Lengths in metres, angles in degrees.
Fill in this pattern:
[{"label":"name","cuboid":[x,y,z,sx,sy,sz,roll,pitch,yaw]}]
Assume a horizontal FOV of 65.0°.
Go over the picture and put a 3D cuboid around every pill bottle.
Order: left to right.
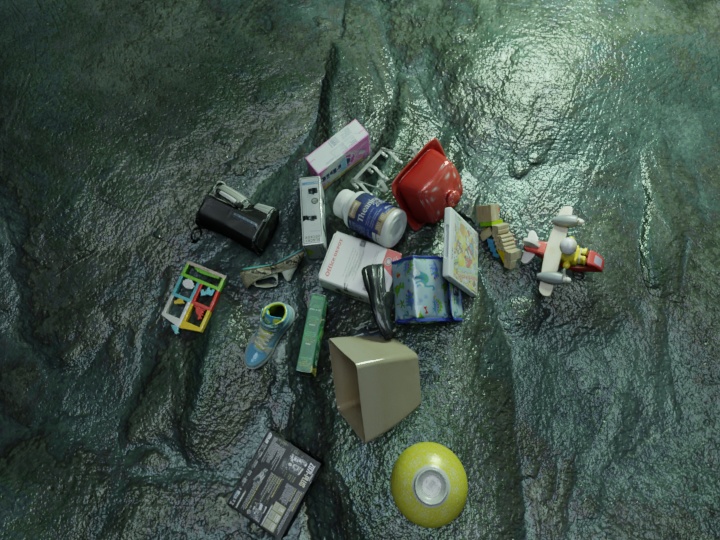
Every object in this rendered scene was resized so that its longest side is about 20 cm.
[{"label":"pill bottle","cuboid":[0.023,-0.152,1.573,0.198,0.111,0.112,29,76,28]}]

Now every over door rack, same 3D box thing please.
[{"label":"over door rack","cuboid":[0.070,-0.278,1.598,0.148,0.199,0.067,-48,117,-11]}]

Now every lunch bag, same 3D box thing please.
[{"label":"lunch bag","cuboid":[0.191,0.053,1.492,0.197,0.127,0.174,3,82,-34]}]

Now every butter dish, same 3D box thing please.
[{"label":"butter dish","cuboid":[0.209,-0.215,1.532,0.200,0.200,0.147,-46,44,-11]}]

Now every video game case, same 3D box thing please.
[{"label":"video game case","cuboid":[0.269,-0.045,1.500,0.022,0.199,0.186,-6,70,31]}]

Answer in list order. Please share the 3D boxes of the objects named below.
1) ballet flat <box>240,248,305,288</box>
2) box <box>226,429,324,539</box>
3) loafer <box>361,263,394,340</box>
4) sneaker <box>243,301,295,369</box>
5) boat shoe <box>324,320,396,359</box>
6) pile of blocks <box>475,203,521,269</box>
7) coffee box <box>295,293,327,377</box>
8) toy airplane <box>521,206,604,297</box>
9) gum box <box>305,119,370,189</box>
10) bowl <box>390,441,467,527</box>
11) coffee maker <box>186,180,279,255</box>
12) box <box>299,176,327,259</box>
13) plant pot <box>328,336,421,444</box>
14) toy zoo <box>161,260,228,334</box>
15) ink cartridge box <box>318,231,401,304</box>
[{"label":"ballet flat","cuboid":[-0.239,0.004,1.588,0.196,0.068,0.077,-18,94,4]},{"label":"box","cuboid":[-0.207,0.529,1.408,0.162,0.086,0.202,27,77,11]},{"label":"loafer","cuboid":[0.057,0.076,1.450,0.069,0.068,0.204,-17,69,5]},{"label":"sneaker","cuboid":[-0.255,0.165,1.498,0.079,0.131,0.202,30,78,10]},{"label":"boat shoe","cuboid":[-0.001,0.176,1.511,0.197,0.075,0.063,-23,84,6]},{"label":"pile of blocks","cuboid":[0.389,-0.098,1.577,0.061,0.082,0.204,-12,75,-32]},{"label":"coffee box","cuboid":[-0.125,0.175,1.493,0.043,0.123,0.204,9,73,3]},{"label":"toy airplane","cuboid":[0.529,-0.055,1.508,0.196,0.141,0.203,-24,73,-3]},{"label":"gum box","cuboid":[-0.059,-0.338,1.645,0.199,0.114,0.066,-39,75,-8]},{"label":"bowl","cuboid":[0.170,0.523,1.375,0.195,0.108,0.205,-1,73,3]},{"label":"coffee maker","cuboid":[-0.354,-0.126,1.607,0.197,0.134,0.195,27,100,12]},{"label":"box","cuboid":[-0.131,-0.147,1.592,0.059,0.117,0.205,-5,74,2]},{"label":"plant pot","cuboid":[0.043,0.270,1.396,0.173,0.200,0.204,-12,105,-19]},{"label":"toy zoo","cuboid":[-0.473,0.087,1.593,0.129,0.021,0.203,19,76,9]},{"label":"ink cartridge box","cuboid":[0.000,0.000,1.556,0.196,0.083,0.149,19,75,9]}]
